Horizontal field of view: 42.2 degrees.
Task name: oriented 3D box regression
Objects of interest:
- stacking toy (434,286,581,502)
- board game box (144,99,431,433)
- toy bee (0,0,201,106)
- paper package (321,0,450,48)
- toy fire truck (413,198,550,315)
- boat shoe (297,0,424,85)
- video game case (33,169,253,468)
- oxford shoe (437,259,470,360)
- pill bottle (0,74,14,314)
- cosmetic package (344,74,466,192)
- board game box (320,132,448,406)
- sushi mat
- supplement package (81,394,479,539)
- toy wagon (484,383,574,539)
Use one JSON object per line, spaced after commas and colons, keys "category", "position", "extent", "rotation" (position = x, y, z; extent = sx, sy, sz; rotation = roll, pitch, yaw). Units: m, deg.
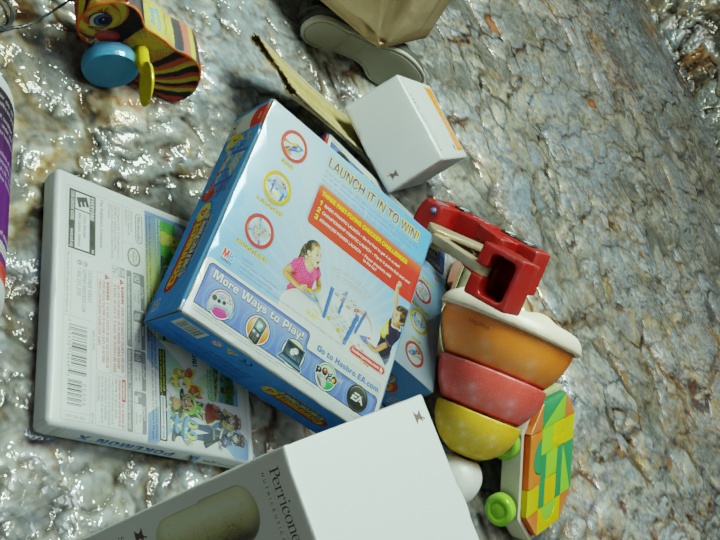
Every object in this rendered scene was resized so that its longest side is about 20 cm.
{"category": "stacking toy", "position": [0.115, 0.130, 0.905], "extent": [0.145, 0.145, 0.203], "rotation": [26, 86, -41]}
{"category": "board game box", "position": [-0.048, 0.003, 0.758], "extent": [0.199, 0.055, 0.198], "rotation": [38, 56, -30]}
{"category": "toy bee", "position": [-0.194, -0.198, 0.760], "extent": [0.199, 0.108, 0.133], "rotation": [-18, 83, -56]}
{"category": "paper package", "position": [0.012, -0.361, 1.087], "extent": [0.190, 0.104, 0.200], "rotation": [40, 27, 6]}
{"category": "toy fire truck", "position": [0.107, -0.020, 0.896], "extent": [0.140, 0.049, 0.199], "rotation": [9, 18, -47]}
{"category": "boat shoe", "position": [0.006, -0.279, 1.124], "extent": [0.198, 0.066, 0.058], "rotation": [18, 57, -42]}
{"category": "video game case", "position": [-0.161, 0.040, 0.712], "extent": [0.181, 0.022, 0.203], "rotation": [23, 49, -44]}
{"category": "oxford shoe", "position": [0.132, 0.047, 1.050], "extent": [0.071, 0.073, 0.202], "rotation": [43, 41, -29]}
{"category": "pill bottle", "position": [-0.267, -0.060, 0.558], "extent": [0.112, 0.112, 0.203], "rotation": [22, 50, -43]}
{"category": "cosmetic package", "position": [0.056, -0.153, 1.046], "extent": [0.102, 0.071, 0.200], "rotation": [61, 16, -1]}
{"category": "board game box", "position": [0.000, 0.000, 0.925], "extent": [0.200, 0.055, 0.198], "rotation": [42, 38, -27]}
{"category": "sushi mat", "position": [-0.040, -0.168, 0.967], "extent": [0.199, 0.012, 0.096], "rotation": [33, 22, -56]}
{"category": "supplement package", "position": [-0.044, 0.196, 0.596], "extent": [0.150, 0.199, 0.154], "rotation": [-7, 71, -55]}
{"category": "toy wagon", "position": [0.187, 0.179, 0.994], "extent": [0.154, 0.039, 0.204], "rotation": [-9, 104, -54]}
